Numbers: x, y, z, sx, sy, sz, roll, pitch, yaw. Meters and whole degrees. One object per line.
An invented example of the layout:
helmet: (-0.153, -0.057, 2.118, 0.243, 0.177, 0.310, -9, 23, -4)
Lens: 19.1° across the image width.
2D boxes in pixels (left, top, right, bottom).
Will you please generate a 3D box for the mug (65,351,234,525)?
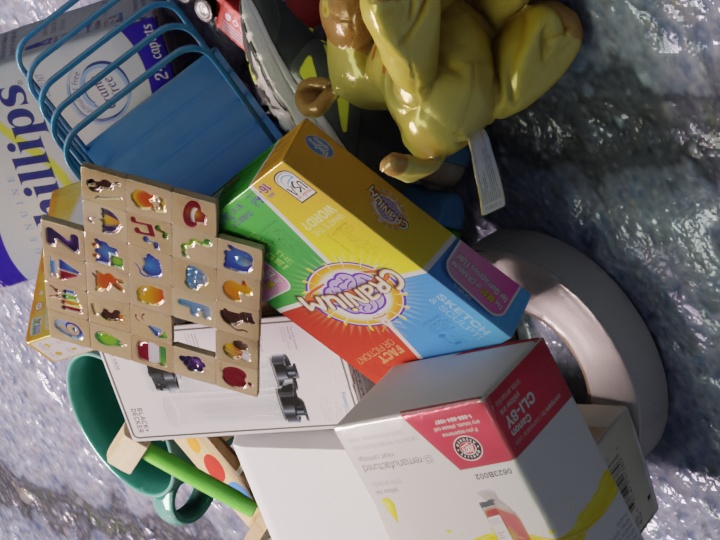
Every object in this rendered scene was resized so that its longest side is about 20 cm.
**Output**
mug: (-0.181, 0.124, 1.977, 0.152, 0.114, 0.186, 38, 144, 24)

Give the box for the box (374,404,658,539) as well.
box: (0.106, 0.152, 1.563, 0.199, 0.078, 0.096, -2, 120, 39)

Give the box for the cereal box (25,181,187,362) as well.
cereal box: (-0.159, -0.021, 1.625, 0.199, 0.145, 0.039, -18, 141, 29)

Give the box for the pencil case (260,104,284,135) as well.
pencil case: (-0.098, -0.031, 1.705, 0.201, 0.086, 0.078, -59, 39, 26)

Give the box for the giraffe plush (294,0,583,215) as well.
giraffe plush: (0.037, -0.154, 1.429, 0.162, 0.171, 0.202, 29, 122, 53)

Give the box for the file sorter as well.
file sorter: (-0.161, -0.123, 1.580, 0.123, 0.138, 0.200, 52, -179, -33)

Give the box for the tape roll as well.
tape roll: (0.139, 0.066, 1.584, 0.202, 0.037, 0.204, 33, 140, 33)

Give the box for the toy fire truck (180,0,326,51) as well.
toy fire truck: (-0.094, -0.250, 1.604, 0.200, 0.049, 0.142, 42, 141, 17)

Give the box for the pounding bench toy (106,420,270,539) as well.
pounding bench toy: (-0.096, 0.155, 1.814, 0.156, 0.199, 0.124, 49, 146, 12)

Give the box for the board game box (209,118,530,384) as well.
board game box: (-0.004, -0.003, 1.473, 0.199, 0.041, 0.153, 37, 146, -14)

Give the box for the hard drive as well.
hard drive: (-0.013, 0.202, 1.728, 0.131, 0.025, 0.201, 0, 133, 21)

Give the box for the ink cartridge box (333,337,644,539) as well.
ink cartridge box: (0.095, 0.159, 1.458, 0.144, 0.083, 0.201, -14, 110, 43)

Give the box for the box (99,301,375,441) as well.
box: (-0.094, 0.067, 1.669, 0.198, 0.060, 0.117, -5, 126, 17)

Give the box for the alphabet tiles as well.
alphabet tiles: (-0.148, 0.005, 1.519, 0.166, 0.008, 0.201, 16, 140, 9)

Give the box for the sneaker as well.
sneaker: (-0.020, -0.127, 1.541, 0.201, 0.084, 0.075, 60, 170, 17)

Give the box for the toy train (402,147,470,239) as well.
toy train: (-0.014, -0.054, 1.586, 0.198, 0.084, 0.117, 15, 90, 27)

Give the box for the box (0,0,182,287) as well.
box: (-0.233, -0.109, 1.752, 0.105, 0.198, 0.185, -108, 0, -67)
